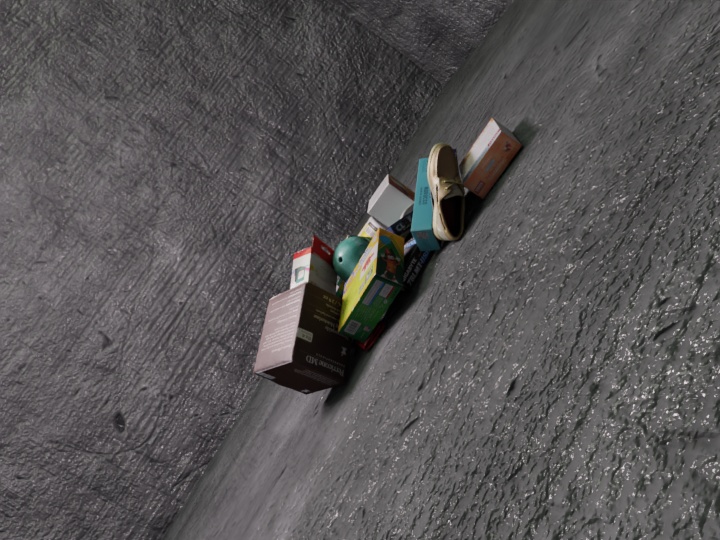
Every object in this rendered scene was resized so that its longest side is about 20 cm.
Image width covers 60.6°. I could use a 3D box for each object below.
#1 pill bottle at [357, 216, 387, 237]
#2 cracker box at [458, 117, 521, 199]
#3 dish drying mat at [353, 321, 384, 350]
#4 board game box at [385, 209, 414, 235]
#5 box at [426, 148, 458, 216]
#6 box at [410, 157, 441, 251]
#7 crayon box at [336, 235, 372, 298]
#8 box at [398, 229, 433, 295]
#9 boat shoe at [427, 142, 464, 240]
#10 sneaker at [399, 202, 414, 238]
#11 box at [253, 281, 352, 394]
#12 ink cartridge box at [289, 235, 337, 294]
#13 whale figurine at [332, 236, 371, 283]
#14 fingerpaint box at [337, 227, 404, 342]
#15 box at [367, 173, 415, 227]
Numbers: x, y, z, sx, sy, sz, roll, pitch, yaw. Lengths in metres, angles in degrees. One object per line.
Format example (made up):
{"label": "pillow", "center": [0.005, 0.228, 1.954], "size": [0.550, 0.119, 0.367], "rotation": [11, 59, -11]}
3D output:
{"label": "pill bottle", "center": [0.025, -0.067, 2.033], "size": [0.201, 0.114, 0.114], "rotation": [-54, 7, 14]}
{"label": "cracker box", "center": [0.277, -0.247, 1.339], "size": [0.135, 0.057, 0.200], "rotation": [-56, 6, 21]}
{"label": "dish drying mat", "center": [0.017, 0.151, 1.496], "size": [0.077, 0.018, 0.200], "rotation": [-58, 7, -4]}
{"label": "board game box", "center": [0.140, -0.137, 1.581], "size": [0.199, 0.035, 0.135], "rotation": [-35, 0, -18]}
{"label": "box", "center": [0.189, -0.196, 1.366], "size": [0.200, 0.032, 0.123], "rotation": [-42, -55, -63]}
{"label": "box", "center": [0.155, -0.150, 1.381], "size": [0.082, 0.049, 0.202], "rotation": [56, -144, -52]}
{"label": "crayon box", "center": [-0.015, 0.000, 1.808], "size": [0.172, 0.058, 0.201], "rotation": [0, -59, -58]}
{"label": "box", "center": [0.122, -0.033, 1.487], "size": [0.200, 0.049, 0.200], "rotation": [-59, 8, -14]}
{"label": "boat shoe", "center": [0.184, -0.159, 1.262], "size": [0.066, 0.073, 0.202], "rotation": [-156, 56, -66]}
{"label": "sneaker", "center": [0.119, -0.100, 1.704], "size": [0.201, 0.073, 0.118], "rotation": [-58, 4, -20]}
{"label": "box", "center": [-0.130, 0.165, 1.476], "size": [0.163, 0.165, 0.202], "rotation": [-24, 49, 43]}
{"label": "ink cartridge box", "center": [-0.122, 0.022, 1.635], "size": [0.067, 0.116, 0.202], "rotation": [-19, 51, 31]}
{"label": "whale figurine", "center": [0.000, 0.000, 1.621], "size": [0.103, 0.201, 0.159], "rotation": [4, -47, -47]}
{"label": "fingerpaint box", "center": [0.027, 0.034, 1.405], "size": [0.168, 0.073, 0.201], "rotation": [-84, 20, -51]}
{"label": "box", "center": [0.112, -0.188, 1.817], "size": [0.107, 0.152, 0.200], "rotation": [-53, 8, 14]}
